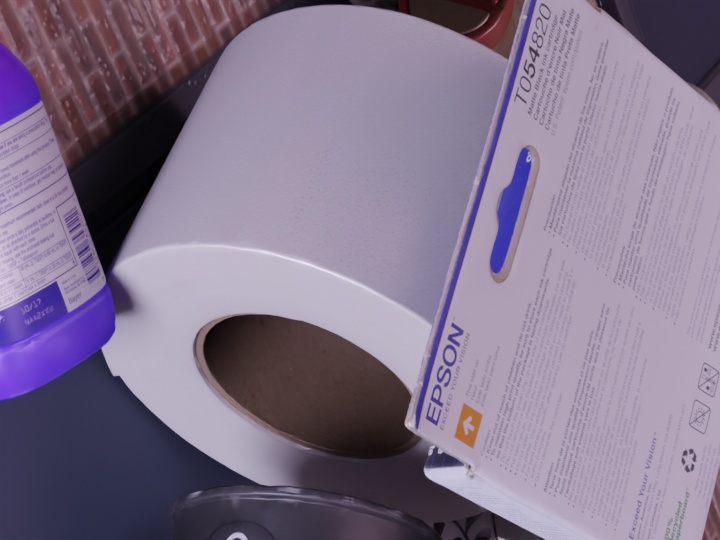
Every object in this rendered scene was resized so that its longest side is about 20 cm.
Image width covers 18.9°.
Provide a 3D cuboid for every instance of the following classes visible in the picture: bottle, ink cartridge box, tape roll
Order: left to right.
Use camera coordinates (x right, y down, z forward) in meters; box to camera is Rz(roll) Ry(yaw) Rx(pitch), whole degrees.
[{"bbox_3d":[-0.165,-0.050,0.871,0.083,0.065,0.200,-36,114,-47],"label":"bottle"},{"bbox_3d":[0.000,0.000,0.963,0.203,0.202,0.139,51,50,-35],"label":"tape roll"},{"bbox_3d":[0.090,0.006,0.874,0.200,0.041,0.200,34,67,-43],"label":"ink cartridge box"}]

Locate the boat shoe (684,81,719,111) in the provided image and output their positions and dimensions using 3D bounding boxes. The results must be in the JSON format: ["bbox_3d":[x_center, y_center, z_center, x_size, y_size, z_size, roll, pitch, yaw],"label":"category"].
[{"bbox_3d":[0.124,-0.054,1.053,0.062,0.200,0.072,-35,100,-8],"label":"boat shoe"}]

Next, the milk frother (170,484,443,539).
[{"bbox_3d":[-0.027,0.213,0.924,0.200,0.180,0.189,28,61,-40],"label":"milk frother"}]

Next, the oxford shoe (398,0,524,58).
[{"bbox_3d":[0.064,-0.165,1.088,0.075,0.070,0.200,75,31,-52],"label":"oxford shoe"}]

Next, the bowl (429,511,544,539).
[{"bbox_3d":[0.082,0.120,1.141,0.200,0.094,0.201,8,80,-50],"label":"bowl"}]

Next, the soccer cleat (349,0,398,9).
[{"bbox_3d":[0.030,-0.166,1.138,0.200,0.070,0.087,22,78,-43],"label":"soccer cleat"}]
